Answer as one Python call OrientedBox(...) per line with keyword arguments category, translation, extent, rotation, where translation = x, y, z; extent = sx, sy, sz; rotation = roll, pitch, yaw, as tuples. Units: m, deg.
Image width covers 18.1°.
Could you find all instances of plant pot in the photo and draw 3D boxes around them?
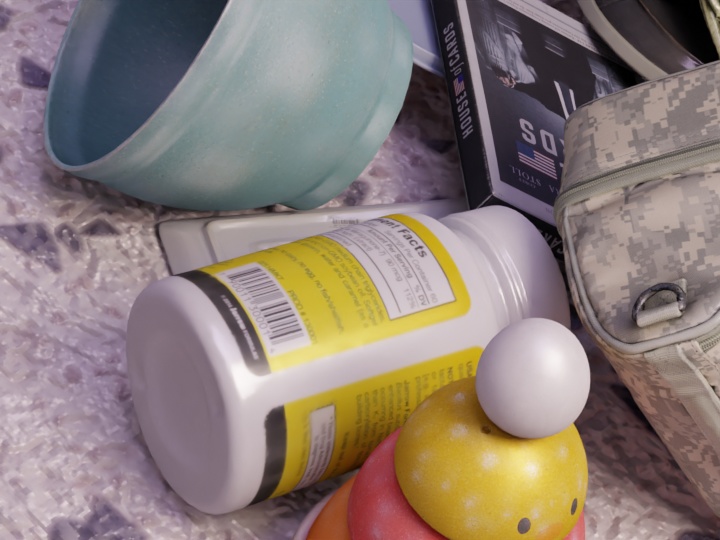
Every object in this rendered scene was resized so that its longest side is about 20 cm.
OrientedBox(category="plant pot", translation=(-0.058, -0.112, 1.193), extent=(0.134, 0.200, 0.201), rotation=(30, 39, -28))

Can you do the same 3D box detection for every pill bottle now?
OrientedBox(category="pill bottle", translation=(-0.003, 0.037, 1.101), extent=(0.199, 0.115, 0.115), rotation=(-16, 54, -29))

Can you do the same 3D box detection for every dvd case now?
OrientedBox(category="dvd case", translation=(0.111, -0.079, 1.271), extent=(0.150, 0.025, 0.201), rotation=(24, 38, -30))

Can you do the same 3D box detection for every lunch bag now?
OrientedBox(category="lunch bag", translation=(0.186, 0.024, 1.104), extent=(0.138, 0.200, 0.169), rotation=(-13, 47, 28))

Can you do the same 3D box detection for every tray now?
OrientedBox(category="tray", translation=(0.000, 0.000, 1.203), extent=(0.198, 0.022, 0.108), rotation=(-5, 48, -21))

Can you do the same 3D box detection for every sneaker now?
OrientedBox(category="sneaker", translation=(0.186, -0.181, 1.350), extent=(0.074, 0.106, 0.201), rotation=(21, 28, -44))

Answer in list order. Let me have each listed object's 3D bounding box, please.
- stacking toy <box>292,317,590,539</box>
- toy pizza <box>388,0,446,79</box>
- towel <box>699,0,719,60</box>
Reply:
OrientedBox(category="stacking toy", translation=(0.052, 0.097, 1.000), extent=(0.145, 0.201, 0.147), rotation=(8, 46, -9))
OrientedBox(category="toy pizza", translation=(0.026, -0.174, 1.342), extent=(0.199, 0.032, 0.201), rotation=(28, 34, -21))
OrientedBox(category="towel", translation=(0.262, -0.157, 1.348), extent=(0.199, 0.036, 0.150), rotation=(4, 70, -47))
